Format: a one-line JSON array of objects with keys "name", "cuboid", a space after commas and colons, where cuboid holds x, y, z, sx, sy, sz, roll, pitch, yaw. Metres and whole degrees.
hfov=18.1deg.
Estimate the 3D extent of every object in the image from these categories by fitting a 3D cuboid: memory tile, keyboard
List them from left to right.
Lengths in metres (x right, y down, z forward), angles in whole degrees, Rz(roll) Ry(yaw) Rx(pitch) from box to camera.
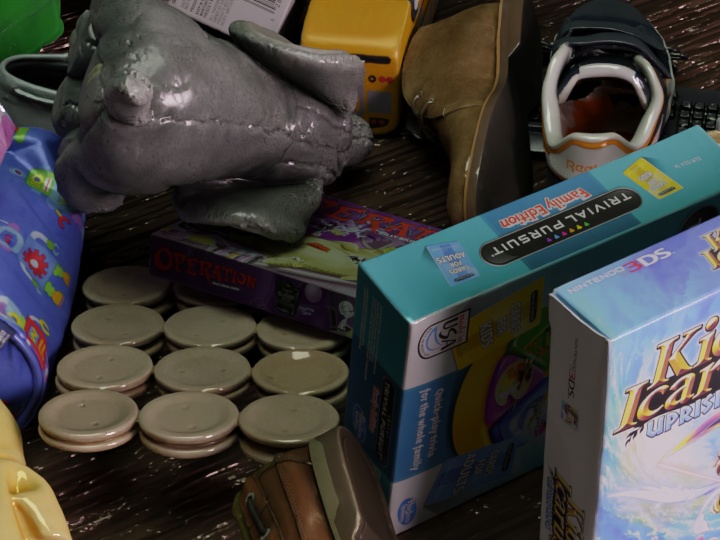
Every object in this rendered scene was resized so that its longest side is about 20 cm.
[{"name": "memory tile", "cuboid": [-0.079, 0.046, 1.165, 0.152, 0.017, 0.200, 1, 24, 2]}, {"name": "keyboard", "cuboid": [0.135, -0.110, 1.394, 0.198, 0.021, 0.127, 7, 38, 9]}]

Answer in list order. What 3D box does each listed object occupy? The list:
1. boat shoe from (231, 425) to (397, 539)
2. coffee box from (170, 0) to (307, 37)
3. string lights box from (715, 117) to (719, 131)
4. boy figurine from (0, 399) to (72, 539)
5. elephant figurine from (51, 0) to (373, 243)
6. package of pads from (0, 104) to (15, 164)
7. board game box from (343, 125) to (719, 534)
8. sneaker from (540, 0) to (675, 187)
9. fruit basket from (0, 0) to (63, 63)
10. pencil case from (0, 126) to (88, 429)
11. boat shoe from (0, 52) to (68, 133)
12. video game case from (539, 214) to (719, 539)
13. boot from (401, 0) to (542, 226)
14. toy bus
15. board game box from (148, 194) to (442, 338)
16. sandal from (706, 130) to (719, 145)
[{"name": "boat shoe", "cuboid": [-0.012, 0.164, 1.003, 0.068, 0.072, 0.201, -26, 41, 12]}, {"name": "coffee box", "cuboid": [-0.125, -0.219, 1.421, 0.199, 0.080, 0.113, 25, 15, 1]}, {"name": "string lights box", "cuboid": [0.251, -0.005, 1.215, 0.102, 0.059, 0.201, -1, 36, 1]}, {"name": "boy figurine", "cuboid": [-0.195, 0.128, 1.051, 0.123, 0.065, 0.201, -4, 36, -3]}, {"name": "elephant figurine", "cuboid": [-0.058, -0.083, 1.224, 0.199, 0.142, 0.156, 14, 47, -19]}, {"name": "package of pads", "cuboid": [-0.284, -0.028, 1.183, 0.199, 0.076, 0.121, -22, 25, 34]}, {"name": "board game box", "cuboid": [0.088, 0.030, 1.094, 0.199, 0.152, 0.047, -22, 51, -25]}, {"name": "sneaker", "cuboid": [0.146, -0.110, 1.323, 0.078, 0.080, 0.201, 1, 44, 6]}, {"name": "fruit basket", "cuboid": [-0.299, -0.177, 1.433, 0.199, 0.094, 0.185, 21, 42, 22]}, {"name": "pencil case", "cuboid": [-0.195, 0.001, 1.205, 0.078, 0.087, 0.201, -31, 29, 22]}, {"name": "boat shoe", "cuboid": [-0.122, -0.099, 1.344, 0.199, 0.072, 0.070, 1, 37, 4]}, {"name": "video game case", "cuboid": [0.173, 0.056, 1.033, 0.199, 0.182, 0.045, -23, 42, -26]}, {"name": "boot", "cuboid": [0.061, -0.084, 1.323, 0.075, 0.074, 0.201, -6, 41, 15]}, {"name": "toy bus", "cuboid": [0.012, -0.174, 1.434, 0.065, 0.079, 0.201, 5, 37, 10]}, {"name": "board game box", "cuboid": [0.000, 0.000, 1.215, 0.199, 0.033, 0.120, 16, 20, 27]}, {"name": "sandal", "cuboid": [0.170, -0.045, 1.185, 0.211, 0.078, 0.070, -15, 36, 48]}]
